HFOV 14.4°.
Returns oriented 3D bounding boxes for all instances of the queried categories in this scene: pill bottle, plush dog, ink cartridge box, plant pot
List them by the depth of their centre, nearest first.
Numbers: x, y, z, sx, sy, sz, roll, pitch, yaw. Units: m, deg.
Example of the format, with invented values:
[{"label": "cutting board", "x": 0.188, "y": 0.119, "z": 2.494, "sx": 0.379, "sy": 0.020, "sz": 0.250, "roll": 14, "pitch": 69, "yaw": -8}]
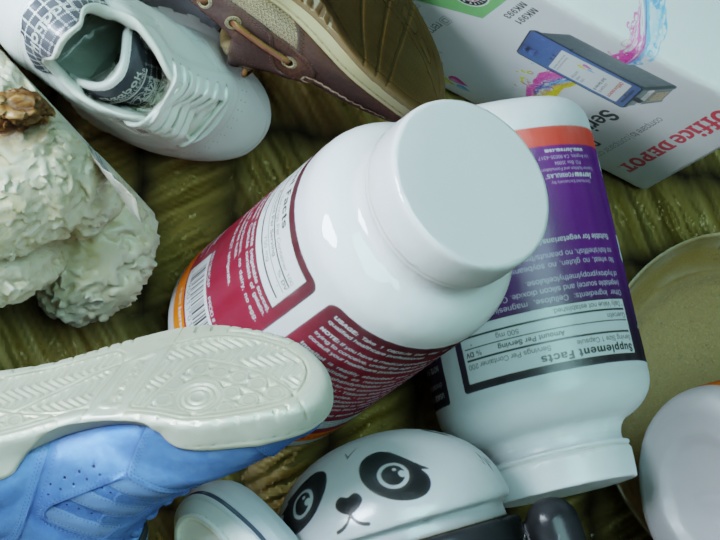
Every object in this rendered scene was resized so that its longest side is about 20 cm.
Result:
[{"label": "plush dog", "x": -0.211, "y": -0.022, "z": 1.344, "sx": 0.172, "sy": 0.160, "sz": 0.200, "roll": -43, "pitch": 95, "yaw": -1}, {"label": "pill bottle", "x": 0.000, "y": 0.000, "z": 1.368, "sx": 0.113, "sy": 0.200, "sz": 0.113, "roll": 15, "pitch": 59, "yaw": -28}, {"label": "pill bottle", "x": 0.083, "y": 0.017, "z": 1.468, "sx": 0.112, "sy": 0.112, "sz": 0.200, "roll": -9, "pitch": 81, "yaw": -25}, {"label": "pill bottle", "x": 0.252, "y": 0.099, "z": 1.483, "sx": 0.200, "sy": 0.113, "sz": 0.113, "roll": -11, "pitch": 81, "yaw": -36}, {"label": "ink cartridge box", "x": 0.113, "y": -0.137, "z": 1.501, "sx": 0.200, "sy": 0.145, "sz": 0.088, "roll": 25, "pitch": 69, "yaw": -16}, {"label": "plant pot", "x": 0.211, "y": 0.079, "z": 1.556, "sx": 0.200, "sy": 0.027, "sz": 0.200, "roll": 6, "pitch": 73, "yaw": -22}]

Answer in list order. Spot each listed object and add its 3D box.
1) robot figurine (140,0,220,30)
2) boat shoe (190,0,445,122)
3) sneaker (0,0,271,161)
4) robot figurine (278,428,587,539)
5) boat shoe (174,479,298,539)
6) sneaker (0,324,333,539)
[{"label": "robot figurine", "x": -0.071, "y": -0.207, "z": 1.456, "sx": 0.200, "sy": 0.113, "sz": 0.170, "roll": 21, "pitch": 107, "yaw": -18}, {"label": "boat shoe", "x": -0.042, "y": -0.132, "z": 1.408, "sx": 0.200, "sy": 0.072, "sz": 0.072, "roll": 35, "pitch": 48, "yaw": -33}, {"label": "sneaker", "x": -0.107, "y": -0.093, "z": 1.391, "sx": 0.200, "sy": 0.080, "sz": 0.076, "roll": 27, "pitch": 101, "yaw": -48}, {"label": "robot figurine", "x": 0.032, "y": 0.177, "z": 1.396, "sx": 0.150, "sy": 0.125, "sz": 0.200, "roll": -13, "pitch": 83, "yaw": -26}, {"label": "boat shoe", "x": -0.047, "y": 0.191, "z": 1.345, "sx": 0.067, "sy": 0.074, "sz": 0.200, "roll": -11, "pitch": 63, "yaw": -43}, {"label": "sneaker", "x": -0.103, "y": 0.096, "z": 1.343, "sx": 0.200, "sy": 0.111, "sz": 0.077, "roll": -11, "pitch": 39, "yaw": 5}]
